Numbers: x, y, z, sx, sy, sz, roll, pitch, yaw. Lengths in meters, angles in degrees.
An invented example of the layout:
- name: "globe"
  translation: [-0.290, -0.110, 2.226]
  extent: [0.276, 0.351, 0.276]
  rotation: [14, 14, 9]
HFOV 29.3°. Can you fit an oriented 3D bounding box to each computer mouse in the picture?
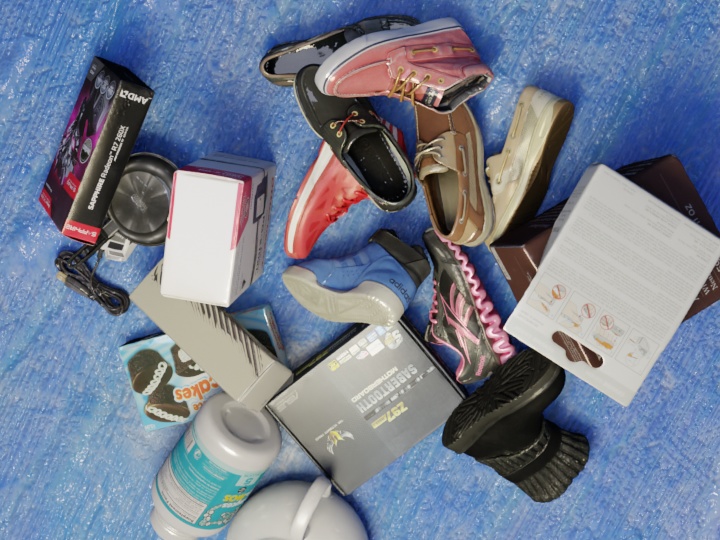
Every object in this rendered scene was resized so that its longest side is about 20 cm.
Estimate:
- name: "computer mouse"
  translation: [-0.303, -0.051, 1.712]
  extent: [0.109, 0.044, 0.201]
  rotation: [31, 110, 8]

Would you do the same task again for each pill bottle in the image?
- name: "pill bottle"
  translation: [-0.187, 0.252, 1.699]
  extent: [0.111, 0.111, 0.200]
  rotation: [36, 121, 2]

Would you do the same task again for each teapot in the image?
- name: "teapot"
  translation: [-0.086, 0.361, 1.683]
  extent: [0.197, 0.146, 0.201]
  rotation: [-20, 100, 20]

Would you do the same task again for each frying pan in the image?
- name: "frying pan"
  translation: [-0.294, -0.075, 1.667]
  extent: [0.189, 0.031, 0.115]
  rotation: [-14, 98, 16]

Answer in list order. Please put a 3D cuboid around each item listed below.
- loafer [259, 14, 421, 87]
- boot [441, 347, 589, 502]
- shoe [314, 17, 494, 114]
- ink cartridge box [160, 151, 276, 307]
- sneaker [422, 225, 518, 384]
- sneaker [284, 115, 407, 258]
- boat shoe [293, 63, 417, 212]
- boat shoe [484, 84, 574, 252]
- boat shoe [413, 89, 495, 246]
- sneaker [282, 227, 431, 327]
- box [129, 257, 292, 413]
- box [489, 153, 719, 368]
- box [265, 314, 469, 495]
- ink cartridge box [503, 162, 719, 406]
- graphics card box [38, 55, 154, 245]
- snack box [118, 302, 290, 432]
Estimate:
- name: "loafer"
  translation: [-0.023, -0.252, 1.613]
  extent: [0.199, 0.063, 0.072]
  rotation: [-12, 98, 12]
- name: "boot"
  translation: [0.211, 0.181, 1.600]
  extent: [0.157, 0.080, 0.211]
  rotation: [31, 138, -14]
- name: "shoe"
  translation: [0.053, -0.219, 1.547]
  extent: [0.091, 0.199, 0.072]
  rotation: [56, 151, 25]
- name: "ink cartridge box"
  translation: [-0.162, -0.053, 1.605]
  extent: [0.084, 0.200, 0.146]
  rotation: [9, 102, 5]
- name: "sneaker"
  translation: [0.110, 0.046, 1.634]
  extent: [0.095, 0.079, 0.201]
  rotation: [-26, 94, 8]
- name: "sneaker"
  translation: [-0.009, -0.089, 1.635]
  extent: [0.115, 0.078, 0.201]
  rotation: [25, 105, 6]
- name: "boat shoe"
  translation: [-0.004, -0.157, 1.574]
  extent: [0.074, 0.063, 0.202]
  rotation: [-35, 89, -5]
- name: "boat shoe"
  translation: [0.182, -0.117, 1.603]
  extent: [0.065, 0.072, 0.201]
  rotation: [31, 114, 25]
- name: "boat shoe"
  translation: [0.099, -0.126, 1.588]
  extent: [0.076, 0.072, 0.201]
  rotation: [-25, 77, 39]
- name: "sneaker"
  translation: [0.001, 0.001, 1.642]
  extent: [0.111, 0.200, 0.077]
  rotation: [-49, 123, -25]
- name: "box"
  translation: [-0.180, 0.077, 1.649]
  extent: [0.200, 0.082, 0.068]
  rotation: [41, 88, 19]
- name: "box"
  translation: [0.279, -0.007, 1.527]
  extent: [0.199, 0.164, 0.166]
  rotation: [-31, 95, -7]
- name: "box"
  translation: [0.008, 0.155, 1.671]
  extent: [0.200, 0.051, 0.158]
  rotation: [-37, 104, 11]
- name: "ink cartridge box"
  translation: [0.258, 0.014, 1.421]
  extent: [0.160, 0.047, 0.200]
  rotation: [32, 89, -7]
- name: "graphics card box"
  translation: [-0.319, -0.146, 1.649]
  extent: [0.051, 0.125, 0.201]
  rotation: [18, 103, -31]
- name: "snack box"
  translation: [-0.192, 0.123, 1.725]
  extent: [0.199, 0.037, 0.117]
  rotation: [-15, 98, 12]
